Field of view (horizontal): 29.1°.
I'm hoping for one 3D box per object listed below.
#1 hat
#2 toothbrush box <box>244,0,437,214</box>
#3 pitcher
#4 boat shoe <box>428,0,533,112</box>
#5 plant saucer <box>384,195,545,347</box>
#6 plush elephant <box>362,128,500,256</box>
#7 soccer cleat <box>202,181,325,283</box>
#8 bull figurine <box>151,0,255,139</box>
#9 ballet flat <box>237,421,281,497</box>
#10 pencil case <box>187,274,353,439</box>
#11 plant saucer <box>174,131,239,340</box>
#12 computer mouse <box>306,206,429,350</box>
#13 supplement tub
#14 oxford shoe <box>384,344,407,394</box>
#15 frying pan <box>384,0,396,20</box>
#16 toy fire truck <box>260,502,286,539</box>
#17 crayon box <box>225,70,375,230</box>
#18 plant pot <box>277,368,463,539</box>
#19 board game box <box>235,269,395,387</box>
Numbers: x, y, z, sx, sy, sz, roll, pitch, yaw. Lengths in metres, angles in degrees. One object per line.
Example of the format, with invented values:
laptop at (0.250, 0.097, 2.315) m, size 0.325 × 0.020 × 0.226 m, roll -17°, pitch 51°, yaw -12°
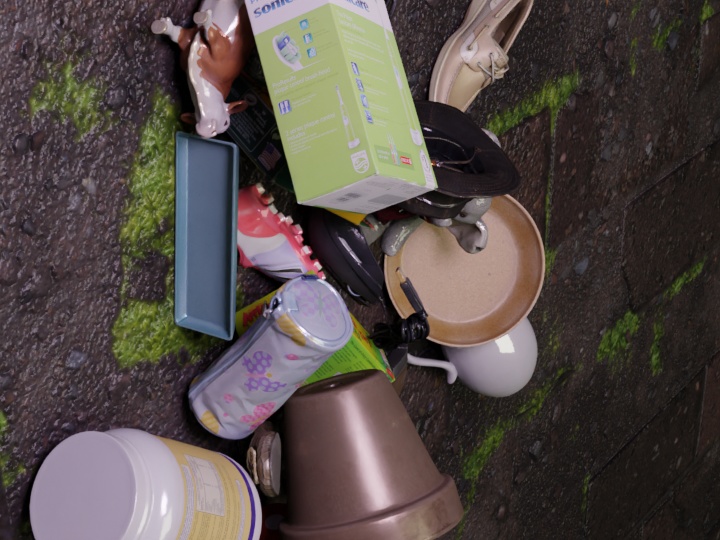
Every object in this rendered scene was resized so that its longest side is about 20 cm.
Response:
hat at (0.068, -0.104, 1.453) m, size 0.200 × 0.200 × 0.081 m, roll -23°, pitch 142°, yaw -50°
toothbrush box at (-0.016, -0.161, 1.267) m, size 0.145 × 0.086 × 0.201 m, roll 3°, pitch 71°, yaw -66°
pitcher at (0.135, 0.090, 1.803) m, size 0.171 × 0.121 × 0.200 m, roll -41°, pitch 130°, yaw -9°
boat shoe at (0.146, -0.260, 1.676) m, size 0.201 × 0.065 × 0.072 m, roll -62°, pitch 146°, yaw -16°
plant saucer at (0.125, -0.008, 1.700) m, size 0.035 × 0.199 × 0.201 m, roll -136°, pitch -119°, yaw -81°
plush elephant at (0.079, -0.089, 1.573) m, size 0.200 × 0.154 × 0.166 m, roll -34°, pitch 131°, yaw -44°
soccer cleat at (-0.098, -0.023, 1.441) m, size 0.076 × 0.067 × 0.200 m, roll -30°, pitch 151°, yaw 3°
bull figurine at (-0.128, -0.223, 1.274) m, size 0.121 × 0.065 × 0.201 m, roll 56°, pitch 51°, yaw -63°
ballet flat at (-0.107, 0.192, 1.453) m, size 0.200 × 0.046 × 0.068 m, roll -132°, pitch -136°, yaw -84°
pencil case at (-0.092, 0.089, 1.381) m, size 0.090 × 0.083 × 0.200 m, roll -2°, pitch 147°, yaw -42°
plant saucer at (-0.147, -0.034, 1.342) m, size 0.019 × 0.070 × 0.201 m, roll -30°, pitch 129°, yaw -56°
computer mouse at (0.000, 0.000, 1.475) m, size 0.046 × 0.140 × 0.201 m, roll -27°, pitch 97°, yaw -23°
supplement tub at (-0.201, 0.230, 1.317) m, size 0.200 × 0.145 × 0.146 m, roll 30°, pitch 80°, yaw -57°
oxford shoe at (-0.002, 0.168, 1.655) m, size 0.200 × 0.072 × 0.085 m, roll -39°, pitch 137°, yaw -41°
frying pan at (-0.011, -0.231, 1.485) m, size 0.115 × 0.031 × 0.191 m, roll 26°, pitch 62°, yaw -48°
toy fire truck at (-0.028, 0.323, 1.601) m, size 0.200 × 0.167 × 0.113 m, roll -42°, pitch 137°, yaw -39°
crayon box at (-0.054, -0.118, 1.384) m, size 0.051 × 0.127 × 0.200 m, roll -47°, pitch 151°, yaw 11°
plant pot at (-0.007, 0.203, 1.476) m, size 0.200 × 0.199 × 0.176 m, roll -20°, pitch 96°, yaw -51°
board game box at (-0.048, 0.086, 1.520) m, size 0.101 × 0.048 × 0.200 m, roll -29°, pitch 144°, yaw 7°
